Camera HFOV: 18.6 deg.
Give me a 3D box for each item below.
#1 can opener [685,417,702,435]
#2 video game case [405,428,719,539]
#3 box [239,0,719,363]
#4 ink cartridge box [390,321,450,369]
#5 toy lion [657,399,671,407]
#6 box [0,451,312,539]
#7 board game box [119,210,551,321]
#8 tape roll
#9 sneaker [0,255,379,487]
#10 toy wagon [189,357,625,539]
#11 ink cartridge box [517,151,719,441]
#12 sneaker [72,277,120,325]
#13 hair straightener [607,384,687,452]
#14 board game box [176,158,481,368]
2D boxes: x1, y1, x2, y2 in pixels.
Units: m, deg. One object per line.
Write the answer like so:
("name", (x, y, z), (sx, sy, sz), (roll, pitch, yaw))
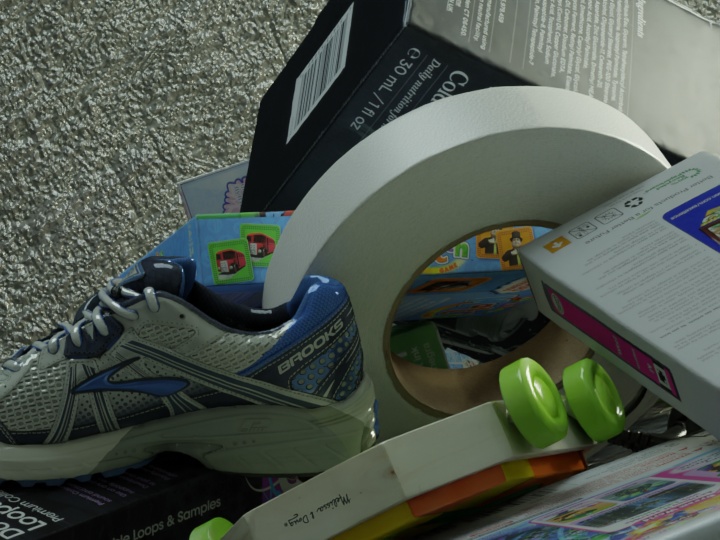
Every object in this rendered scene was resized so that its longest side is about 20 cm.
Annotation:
("can opener", (0.207, 0.024, 0.923), (0.199, 0.053, 0.067), (-13, -46, -34))
("video game case", (0.118, 0.079, 0.753), (0.198, 0.024, 0.182), (-18, 1, -17))
("box", (0.065, -0.068, 1.163), (0.195, 0.125, 0.200), (23, -43, -17))
("ink cartridge box", (-0.056, 0.097, 1.148), (0.198, 0.085, 0.146), (-18, 1, -13))
("toy lion", (0.209, -0.024, 1.136), (0.200, 0.069, 0.192), (-44, 16, 26))
("box", (-0.137, 0.091, 0.908), (0.142, 0.036, 0.199), (14, 23, 40))
("board game box", (0.000, 0.000, 1.033), (0.198, 0.037, 0.151), (-2, -9, -20))
("tape roll", (0.056, 0.014, 0.957), (0.201, 0.204, 0.037), (-19, 39, -8))
("sneaker", (-0.093, 0.033, 0.888), (0.198, 0.086, 0.077), (-3, 17, -2))
("toy wagon", (0.030, 0.084, 0.867), (0.154, 0.040, 0.200), (-29, -14, 22))
("ink cartridge box", (0.144, 0.011, 0.828), (0.094, 0.037, 0.200), (-27, 23, -12))
("sneaker", (-0.094, 0.036, 1.163), (0.078, 0.066, 0.200), (-32, -8, 32))
("hair straightener", (0.156, 0.032, 0.959), (0.041, 0.078, 0.199), (-12, 5, 40))
("board game box", (0.012, 0.011, 1.335), (0.198, 0.202, 0.041), (-18, 0, -4))
